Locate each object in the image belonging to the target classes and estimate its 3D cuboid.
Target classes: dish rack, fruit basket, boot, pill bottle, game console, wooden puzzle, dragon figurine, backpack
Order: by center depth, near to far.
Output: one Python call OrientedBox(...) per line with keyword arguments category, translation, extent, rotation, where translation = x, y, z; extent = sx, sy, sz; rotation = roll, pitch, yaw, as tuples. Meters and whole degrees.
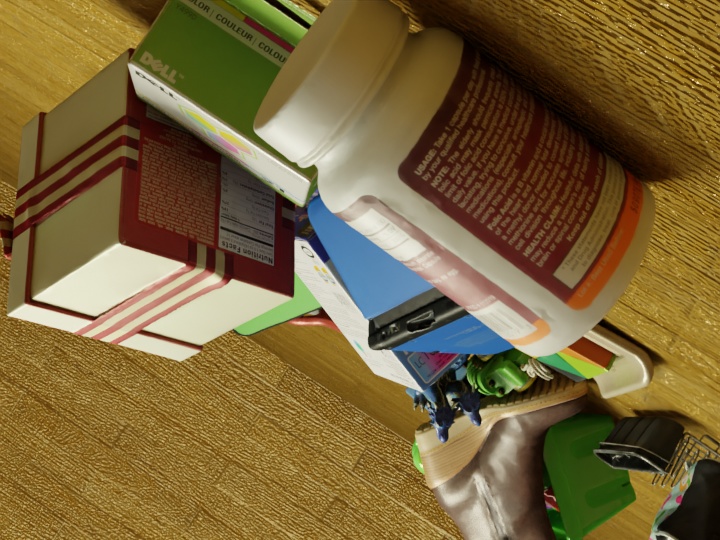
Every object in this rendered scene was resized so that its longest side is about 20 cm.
OrientedBox(category="pill bottle", translation=(0.049, -0.054, 0.818), extent=(0.199, 0.115, 0.114), rotation=(36, 171, -15))
OrientedBox(category="game console", translation=(0.070, -0.012, 1.159), extent=(0.168, 0.120, 0.200), rotation=(4, 166, -22))
OrientedBox(category="backpack", translation=(0.321, 0.222, 1.225), extent=(0.177, 0.151, 0.200), rotation=(33, 165, 15))
OrientedBox(category="wooden puzzle", translation=(0.142, 0.046, 1.295), extent=(0.199, 0.037, 0.185), rotation=(33, 172, 2))
OrientedBox(category="dish rack", translation=(0.325, 0.201, 1.423), extent=(0.199, 0.055, 0.153), rotation=(34, 172, -4))
OrientedBox(category="dragon figurine", translation=(0.074, 0.073, 1.484), extent=(0.058, 0.203, 0.100), rotation=(-4, 158, -13))
OrientedBox(category="boot", translation=(0.163, 0.200, 1.513), extent=(0.168, 0.198, 0.072), rotation=(63, -152, -7))
OrientedBox(category="fruit basket", translation=(0.161, 0.213, 1.622), extent=(0.216, 0.213, 0.158), rotation=(156, 97, -80))

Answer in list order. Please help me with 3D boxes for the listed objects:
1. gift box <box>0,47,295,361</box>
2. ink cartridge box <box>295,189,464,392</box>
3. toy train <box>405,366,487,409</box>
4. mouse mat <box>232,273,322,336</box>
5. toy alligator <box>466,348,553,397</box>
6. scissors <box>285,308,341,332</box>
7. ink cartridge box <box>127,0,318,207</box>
OrientedBox(category="gift box", translation=(-0.159, -0.052, 1.197), extent=(0.183, 0.203, 0.186), rotation=(23, 146, -34))
OrientedBox(category="ink cartridge box", translation=(0.000, 0.000, 1.332), extent=(0.201, 0.076, 0.136), rotation=(51, 168, -15))
OrientedBox(category="toy train", translation=(0.142, 0.175, 1.881), extent=(0.114, 0.087, 0.200), rotation=(38, 178, 38))
OrientedBox(category="mouse mat", translation=(-0.084, 0.001, 1.553), extent=(0.198, 0.008, 0.161), rotation=(-23, 140, 24))
OrientedBox(category="toy alligator", translation=(0.133, 0.096, 1.459), extent=(0.059, 0.054, 0.200), rotation=(40, 179, -10))
OrientedBox(category="scissors", translation=(-0.003, 0.056, 1.600), extent=(0.199, 0.073, 0.014), rotation=(18, 121, 47))
OrientedBox(category="ink cartridge box", translation=(-0.074, -0.126, 1.005), extent=(0.147, 0.076, 0.200), rotation=(33, 173, 0))
